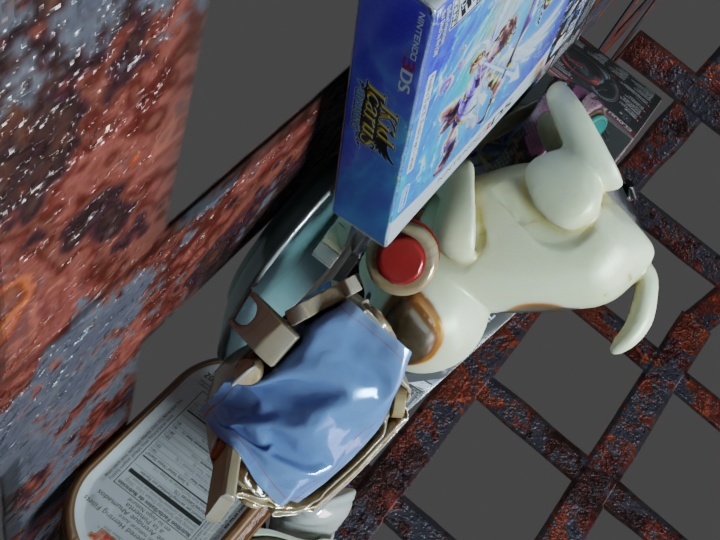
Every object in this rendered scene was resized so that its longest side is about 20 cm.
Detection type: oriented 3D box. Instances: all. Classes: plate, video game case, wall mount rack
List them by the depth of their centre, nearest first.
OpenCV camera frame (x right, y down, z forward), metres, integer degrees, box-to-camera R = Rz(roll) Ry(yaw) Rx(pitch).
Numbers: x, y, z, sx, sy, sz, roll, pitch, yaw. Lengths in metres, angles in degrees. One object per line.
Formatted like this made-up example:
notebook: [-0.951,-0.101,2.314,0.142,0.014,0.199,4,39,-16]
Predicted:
video game case: [0.062,-0.132,0.553,0.181,0.045,0.200,-49,166,-26]
plate: [-0.037,-0.023,0.685,0.200,0.026,0.200,-51,174,-7]
wall mount rack: [0.000,0.000,0.877,0.200,0.074,0.174,-53,-163,31]

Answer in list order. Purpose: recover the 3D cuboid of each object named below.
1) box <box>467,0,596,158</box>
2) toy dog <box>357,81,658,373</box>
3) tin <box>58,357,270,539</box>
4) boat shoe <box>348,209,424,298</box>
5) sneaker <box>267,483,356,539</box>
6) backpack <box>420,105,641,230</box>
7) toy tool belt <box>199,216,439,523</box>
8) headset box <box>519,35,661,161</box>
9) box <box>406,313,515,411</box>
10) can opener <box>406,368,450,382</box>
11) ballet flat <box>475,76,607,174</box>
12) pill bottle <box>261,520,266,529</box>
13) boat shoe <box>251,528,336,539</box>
box: [0.116,-0.169,0.803,0.199,0.050,0.200,-47,172,-9]
toy dog: [0.090,-0.006,0.719,0.199,0.195,0.140,-30,-177,5]
tin: [-0.113,0.137,0.680,0.200,0.112,0.042,-47,161,-39]
boat shoe: [0.023,-0.004,1.037,0.200,0.076,0.074,-46,-175,48]
sneaker: [-0.046,0.239,0.908,0.200,0.074,0.100,107,-14,-70]
backpack: [0.141,-0.080,0.960,0.154,0.163,0.200,-38,-152,-3]
toy tool belt: [-0.021,0.057,0.607,0.200,0.125,0.123,-52,-179,8]
headset box: [0.233,-0.181,1.104,0.075,0.148,0.200,-54,174,33]
box: [0.063,0.054,0.923,0.158,0.050,0.200,-42,-177,-4]
can opener: [-0.027,0.089,0.786,0.053,0.199,0.067,79,5,-56]
ballet flat: [0.111,-0.072,0.816,0.200,0.071,0.069,-49,155,3]
pill bottle: [-0.139,0.235,0.907,0.111,0.111,0.200,-50,-175,-2]
boat shoe: [-0.060,0.251,0.800,0.201,0.060,0.072,17,107,-45]
